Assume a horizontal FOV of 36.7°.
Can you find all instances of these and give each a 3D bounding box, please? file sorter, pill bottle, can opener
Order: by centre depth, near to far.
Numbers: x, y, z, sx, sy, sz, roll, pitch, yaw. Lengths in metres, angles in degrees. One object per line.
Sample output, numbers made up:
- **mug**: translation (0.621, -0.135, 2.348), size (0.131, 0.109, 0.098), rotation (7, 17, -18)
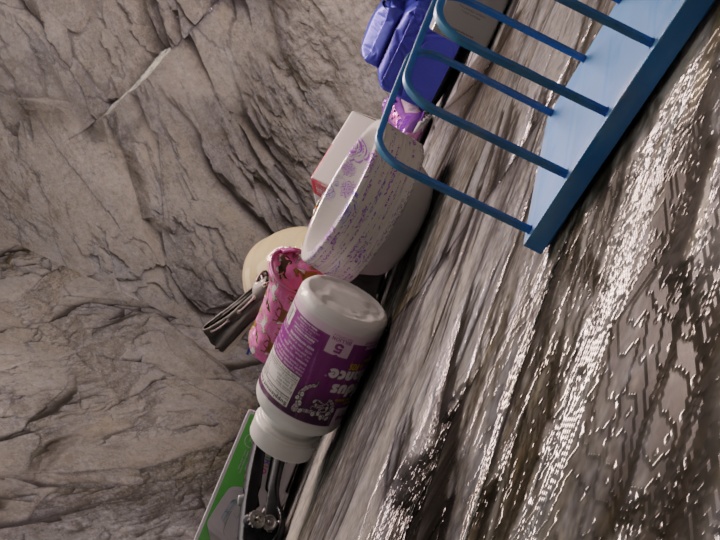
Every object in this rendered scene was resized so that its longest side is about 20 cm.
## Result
- **file sorter**: translation (0.104, -0.144, 0.616), size (0.140, 0.121, 0.201), rotation (-69, 5, -47)
- **pill bottle**: translation (-0.055, 0.118, 1.253), size (0.113, 0.111, 0.202), rotation (-77, 11, -70)
- **can opener**: translation (-0.124, 0.269, 1.380), size (0.079, 0.062, 0.203), rotation (126, 150, -60)

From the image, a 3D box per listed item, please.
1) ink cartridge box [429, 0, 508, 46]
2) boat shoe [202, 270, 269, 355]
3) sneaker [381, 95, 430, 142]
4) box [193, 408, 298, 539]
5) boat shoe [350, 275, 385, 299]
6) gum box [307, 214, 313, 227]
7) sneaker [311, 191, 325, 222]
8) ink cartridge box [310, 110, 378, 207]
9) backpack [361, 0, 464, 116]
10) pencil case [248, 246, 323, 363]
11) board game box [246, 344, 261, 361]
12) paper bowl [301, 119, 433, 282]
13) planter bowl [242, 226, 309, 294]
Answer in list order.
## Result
- **ink cartridge box**: translation (0.170, -0.406, 1.477), size (0.145, 0.083, 0.202), rotation (-81, 15, -76)
- **boat shoe**: translation (-0.166, 0.046, 1.629), size (0.200, 0.057, 0.067), rotation (-48, 7, 22)
- **sneaker**: translation (0.075, -0.266, 1.896), size (0.201, 0.087, 0.081), rotation (-76, 13, -62)
- **box**: translation (-0.151, 0.311, 1.493), size (0.177, 0.095, 0.203), rotation (112, -179, -75)
- **boat shoe**: translation (0.000, 0.000, 1.470), size (0.073, 0.074, 0.202), rotation (123, 171, -64)
- **gum box**: translation (-0.052, -0.147, 2.678), size (0.066, 0.112, 0.203), rotation (133, 160, -77)
- **sneaker**: translation (-0.045, -0.040, 1.606), size (0.077, 0.077, 0.203), rotation (97, -165, -73)
- **ink cartridge box**: translation (-0.005, -0.137, 1.767), size (0.147, 0.084, 0.201), rotation (-59, -18, -22)
- **backpack**: translation (0.096, -0.386, 1.799), size (0.164, 0.166, 0.200), rotation (-56, 4, 25)
- **pencil case**: translation (-0.107, 0.053, 1.518), size (0.087, 0.082, 0.201), rotation (-58, -8, -40)
- **board game box**: translation (-0.087, 0.080, 1.711), size (0.201, 0.133, 0.045), rotation (-71, 7, -51)
- **paper bowl**: translation (0.016, -0.077, 1.353), size (0.202, 0.103, 0.202), rotation (-56, 15, 23)
- **planter bowl**: translation (-0.088, 0.007, 1.880), size (0.134, 0.199, 0.202), rotation (-34, 26, 46)
